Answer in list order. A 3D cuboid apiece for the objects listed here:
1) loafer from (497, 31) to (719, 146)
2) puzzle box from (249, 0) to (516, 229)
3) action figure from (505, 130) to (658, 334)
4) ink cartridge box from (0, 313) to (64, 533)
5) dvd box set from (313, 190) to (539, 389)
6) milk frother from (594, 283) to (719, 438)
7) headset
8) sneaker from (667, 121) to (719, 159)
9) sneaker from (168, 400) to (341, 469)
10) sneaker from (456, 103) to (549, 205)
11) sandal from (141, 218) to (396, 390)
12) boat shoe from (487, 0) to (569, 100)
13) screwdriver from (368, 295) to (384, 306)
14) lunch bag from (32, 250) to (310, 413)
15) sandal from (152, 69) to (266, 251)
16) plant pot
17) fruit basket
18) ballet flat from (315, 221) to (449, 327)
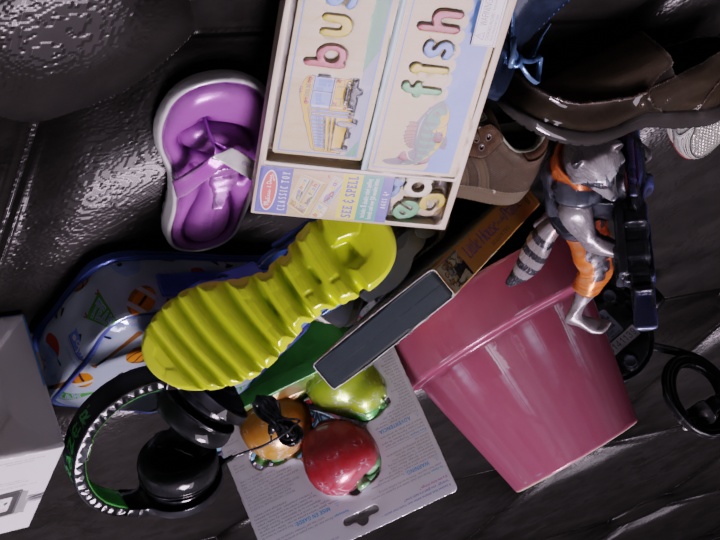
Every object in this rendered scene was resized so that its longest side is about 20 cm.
[{"bbox_3d":[0.186,-0.141,0.981,0.199,0.073,0.072,-11,127,-30],"label":"loafer"},{"bbox_3d":[0.008,-0.107,0.825,0.133,0.025,0.200,5,137,-8],"label":"puzzle box"},{"bbox_3d":[0.171,-0.027,1.045,0.104,0.201,0.194,1,145,1],"label":"action figure"},{"bbox_3d":[-0.295,0.134,1.061,0.066,0.116,0.200,-10,154,-29],"label":"ink cartridge box"},{"bbox_3d":[0.057,0.009,1.097,0.146,0.029,0.200,-41,-179,34],"label":"dvd box set"},{"bbox_3d":[0.273,0.130,1.453,0.180,0.200,0.188,-19,157,-18],"label":"milk frother"},{"bbox_3d":[-0.134,0.122,1.044,0.199,0.094,0.124,4,117,-35],"label":"headset"},{"bbox_3d":[0.309,-0.146,1.045,0.078,0.082,0.200,-6,152,-33],"label":"sneaker"},{"bbox_3d":[-0.091,0.162,1.323,0.199,0.096,0.079,-3,149,-38],"label":"sneaker"},{"bbox_3d":[0.057,-0.093,0.978,0.200,0.070,0.076,-4,131,-43],"label":"sneaker"},{"bbox_3d":[-0.064,0.019,0.970,0.200,0.080,0.087,-28,-173,3],"label":"sandal"},{"bbox_3d":[0.077,-0.135,0.878,0.084,0.069,0.200,5,144,-47],"label":"boat shoe"},{"bbox_3d":[-0.014,0.062,1.270,0.029,0.028,0.200,25,137,-19],"label":"screwdriver"},{"bbox_3d":[-0.141,0.044,1.060,0.199,0.076,0.160,0,145,-40],"label":"lunch bag"},{"bbox_3d":[-0.092,-0.062,0.907,0.082,0.050,0.203,-16,155,-15],"label":"sandal"},{"bbox_3d":[0.149,0.091,1.227,0.200,0.179,0.200,-30,171,-5],"label":"plant pot"},{"bbox_3d":[-0.034,0.140,1.202,0.185,0.201,0.094,-28,171,10],"label":"fruit basket"},{"bbox_3d":[0.000,0.000,1.085,0.068,0.075,0.200,27,132,-26],"label":"ballet flat"}]
